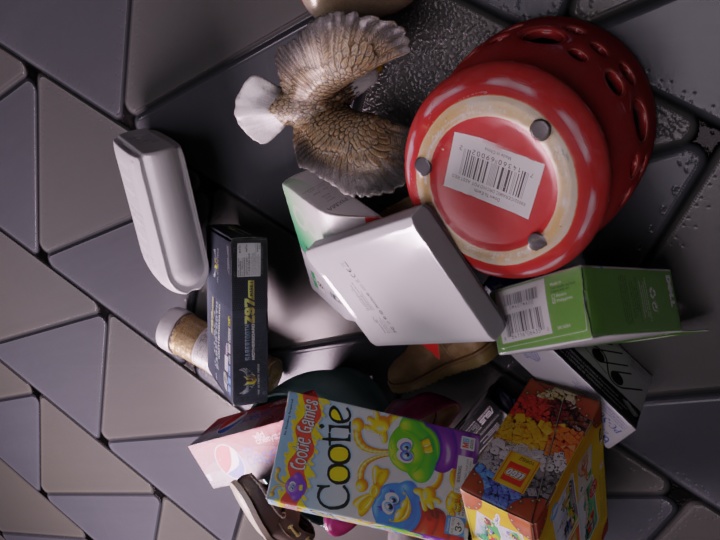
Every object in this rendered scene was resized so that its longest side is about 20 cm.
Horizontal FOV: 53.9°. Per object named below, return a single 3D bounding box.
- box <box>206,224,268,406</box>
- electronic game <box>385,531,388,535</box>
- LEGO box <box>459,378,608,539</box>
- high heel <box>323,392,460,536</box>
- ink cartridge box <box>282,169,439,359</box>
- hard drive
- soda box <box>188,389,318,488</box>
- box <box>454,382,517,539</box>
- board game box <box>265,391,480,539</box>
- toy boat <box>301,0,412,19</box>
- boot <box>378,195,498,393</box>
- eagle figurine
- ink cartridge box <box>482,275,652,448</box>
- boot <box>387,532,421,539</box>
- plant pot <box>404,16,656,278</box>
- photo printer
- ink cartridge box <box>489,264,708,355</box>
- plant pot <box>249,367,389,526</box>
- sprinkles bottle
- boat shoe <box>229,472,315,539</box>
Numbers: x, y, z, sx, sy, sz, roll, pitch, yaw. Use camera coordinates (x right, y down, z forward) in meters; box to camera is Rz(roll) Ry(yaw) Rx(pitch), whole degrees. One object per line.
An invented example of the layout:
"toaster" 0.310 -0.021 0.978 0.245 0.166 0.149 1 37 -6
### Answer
"box" -0.161 0.049 0.907 0.157 0.050 0.207 -156 66 -66
"electronic game" 0.097 0.332 0.976 0.195 0.042 0.205 15 121 26
"LEGO box" 0.180 0.239 0.701 0.076 0.149 0.204 14 135 37
"high heel" 0.038 0.216 0.795 0.095 0.200 0.069 -13 111 45
"ink cartridge box" 0.000 0.000 0.762 0.199 0.049 0.164 41 153 41
"hard drive" 0.035 0.014 0.675 0.133 0.027 0.198 53 153 -14
"soda box" -0.122 0.209 0.867 0.197 0.063 0.071 -23 101 39
"box" 0.164 0.263 0.867 0.159 0.043 0.202 38 118 8
"board game box" 0.010 0.203 0.720 0.194 0.108 0.103 12 160 -2
"toy boat" -0.013 -0.340 0.647 0.127 0.133 0.202 -15 143 0
"boot" 0.057 0.029 0.833 0.173 0.066 0.203 -27 95 37
"eagle figurine" -0.026 -0.173 0.719 0.150 0.200 0.153 28 94 -28
"ink cartridge box" 0.206 0.076 0.732 0.200 0.094 0.044 44 131 6
"boot" 0.053 0.394 0.903 0.069 0.132 0.200 40 157 -1
"plant pot" 0.144 -0.102 0.625 0.196 0.182 0.205 17 125 25
"photo printer" -0.263 -0.075 0.944 0.166 0.068 0.205 31 134 56
"ink cartridge box" 0.223 0.037 0.653 0.103 0.196 0.061 -20 73 50
"plant pot" -0.037 0.215 0.942 0.196 0.134 0.206 15 121 26
"sprinkles bottle" -0.211 0.122 1.051 0.196 0.068 0.070 24 126 21
"boat shoe" -0.102 0.293 0.858 0.072 0.059 0.203 44 160 39
